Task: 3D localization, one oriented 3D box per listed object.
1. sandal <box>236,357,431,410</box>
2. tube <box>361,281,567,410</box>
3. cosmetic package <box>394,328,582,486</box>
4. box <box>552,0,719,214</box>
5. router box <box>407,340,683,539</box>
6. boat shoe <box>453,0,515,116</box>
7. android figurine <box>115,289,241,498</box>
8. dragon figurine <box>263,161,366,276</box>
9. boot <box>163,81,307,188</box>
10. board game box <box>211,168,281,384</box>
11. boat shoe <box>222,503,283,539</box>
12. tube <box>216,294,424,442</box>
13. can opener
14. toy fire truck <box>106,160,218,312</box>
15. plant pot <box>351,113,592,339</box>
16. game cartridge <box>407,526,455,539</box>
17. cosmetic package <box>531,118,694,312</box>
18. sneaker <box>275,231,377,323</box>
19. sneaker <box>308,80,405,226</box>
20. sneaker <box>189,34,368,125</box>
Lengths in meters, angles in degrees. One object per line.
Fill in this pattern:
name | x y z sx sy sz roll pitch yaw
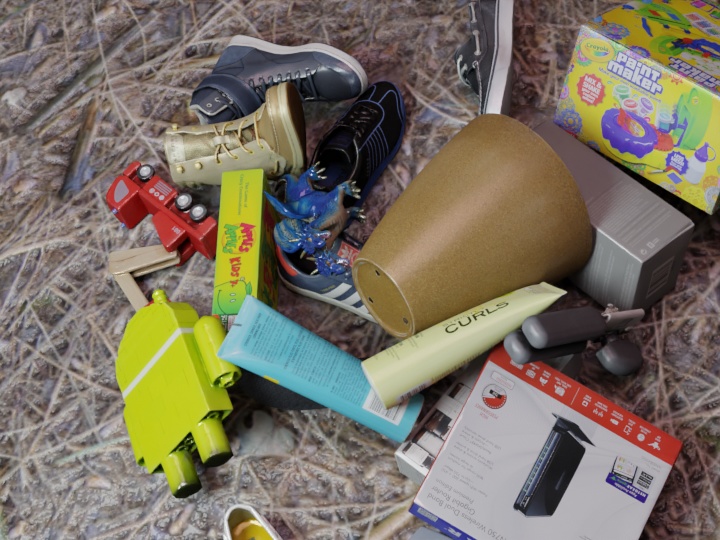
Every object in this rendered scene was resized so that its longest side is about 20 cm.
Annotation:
sandal | -0.027 0.105 1.398 0.197 0.076 0.043 0 55 -3
tube | 0.097 0.061 1.296 0.198 0.052 0.058 -28 51 -4
cosmetic package | 0.128 0.137 1.361 0.082 0.051 0.200 33 69 24
box | 0.342 -0.185 1.436 0.199 0.123 0.192 34 40 26
router box | 0.172 0.192 1.283 0.199 0.049 0.181 29 70 5
boat shoe | 0.139 -0.235 1.572 0.067 0.072 0.202 2 57 8
android figurine | -0.185 0.116 1.369 0.041 0.182 0.201 4 50 -41
dragon figurine | -0.062 -0.059 1.409 0.099 0.059 0.199 -31 38 -26
boot | -0.135 -0.140 1.477 0.153 0.200 0.074 -3 77 -1
board game box | -0.118 0.006 1.451 0.047 0.102 0.202 -4 59 8
boat shoe | -0.073 0.298 1.276 0.074 0.086 0.203 -26 58 -7
tube | -0.036 0.098 1.328 0.199 0.051 0.078 29 47 -6
can opener | 0.214 0.066 1.315 0.053 0.199 0.067 -46 60 32
toy fire truck | -0.226 -0.020 1.517 0.199 0.049 0.141 36 72 27
plant pot | 0.095 -0.023 1.366 0.199 0.187 0.186 -36 59 -23
game cartridge | 0.096 0.333 1.257 0.133 0.041 0.200 -44 62 -13
cosmetic package | 0.233 -0.052 1.421 0.090 0.107 0.200 -33 60 -23
sneaker | 0.000 0.000 1.445 0.198 0.085 0.076 10 61 15
sneaker | -0.004 -0.142 1.536 0.069 0.078 0.202 14 63 18
sneaker | -0.101 -0.193 1.571 0.200 0.077 0.147 11 50 31
